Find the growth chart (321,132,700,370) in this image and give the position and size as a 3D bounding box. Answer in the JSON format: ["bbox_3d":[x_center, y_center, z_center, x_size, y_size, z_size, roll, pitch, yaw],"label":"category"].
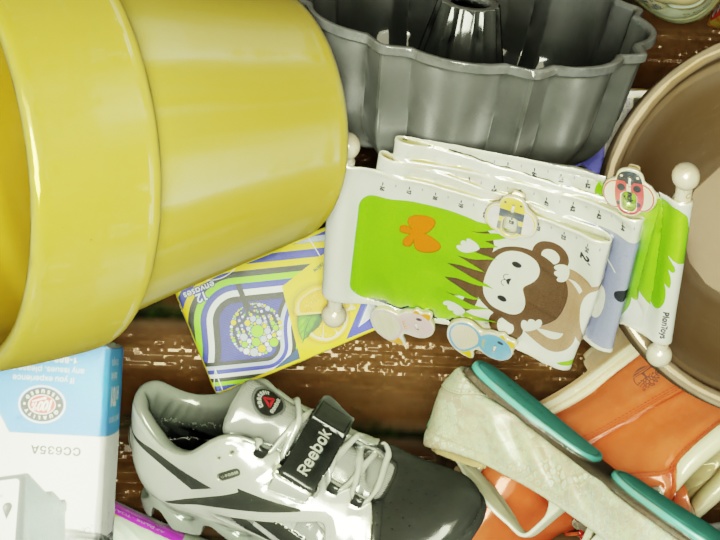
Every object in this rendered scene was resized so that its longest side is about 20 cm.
[{"bbox_3d":[0.070,-0.006,0.996,0.198,0.018,0.146,8,130,16],"label":"growth chart"}]

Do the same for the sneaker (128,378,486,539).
[{"bbox_3d":[-0.034,0.101,1.024,0.198,0.089,0.074,6,43,20],"label":"sneaker"}]

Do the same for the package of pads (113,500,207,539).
[{"bbox_3d":[-0.178,0.216,1.083,0.153,0.068,0.201,24,87,-2],"label":"package of pads"}]

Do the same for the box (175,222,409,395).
[{"bbox_3d":[0.000,0.000,1.097,0.199,0.070,0.065,-23,94,-3],"label":"box"}]

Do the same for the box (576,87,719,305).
[{"bbox_3d":[0.208,-0.039,1.125,0.198,0.041,0.120,4,88,0],"label":"box"}]

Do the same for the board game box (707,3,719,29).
[{"bbox_3d":[0.326,-0.210,1.054,0.198,0.200,0.202,17,88,-2],"label":"board game box"}]

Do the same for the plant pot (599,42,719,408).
[{"bbox_3d":[0.219,-0.022,1.059,0.199,0.093,0.203,0,88,-2],"label":"plant pot"}]

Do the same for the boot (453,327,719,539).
[{"bbox_3d":[0.126,0.118,1.077,0.200,0.075,0.107,-40,54,-2],"label":"boot"}]

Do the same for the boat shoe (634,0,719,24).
[{"bbox_3d":[0.118,-0.210,1.097,0.199,0.063,0.074,34,103,11],"label":"boat shoe"}]

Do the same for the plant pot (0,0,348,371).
[{"bbox_3d":[-0.116,-0.065,0.959,0.188,0.200,0.203,-10,89,-32],"label":"plant pot"}]

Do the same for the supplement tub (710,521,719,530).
[{"bbox_3d":[0.202,0.243,1.074,0.121,0.123,0.202,-11,89,-3],"label":"supplement tub"}]

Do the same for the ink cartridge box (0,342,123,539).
[{"bbox_3d":[-0.200,0.133,1.009,0.145,0.086,0.202,3,87,-4],"label":"ink cartridge box"}]

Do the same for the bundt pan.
[{"bbox_3d":[0.053,-0.108,1.051,0.200,0.202,0.076,7,115,-3],"label":"bundt pan"}]

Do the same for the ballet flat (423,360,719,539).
[{"bbox_3d":[0.116,0.122,1.023,0.199,0.067,0.063,36,100,27],"label":"ballet flat"}]
